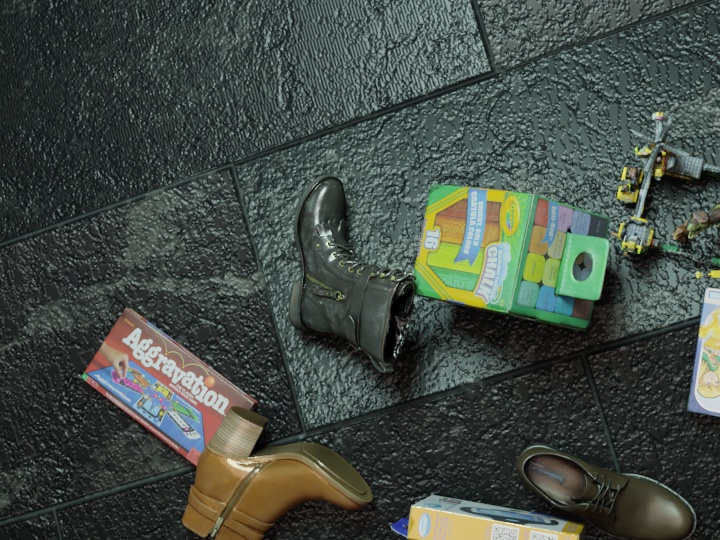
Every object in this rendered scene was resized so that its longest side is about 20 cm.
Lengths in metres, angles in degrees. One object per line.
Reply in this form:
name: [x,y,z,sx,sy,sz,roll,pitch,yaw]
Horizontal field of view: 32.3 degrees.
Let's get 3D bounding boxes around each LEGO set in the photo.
LEGO set: [0.360,-0.067,1.296,0.200,0.116,0.154,22,91,15]

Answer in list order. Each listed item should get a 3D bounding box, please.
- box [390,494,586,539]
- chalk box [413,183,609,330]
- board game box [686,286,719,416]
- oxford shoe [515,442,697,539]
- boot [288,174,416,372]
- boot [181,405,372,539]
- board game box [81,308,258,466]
box: [0.136,0.275,1.325,0.200,0.119,0.042,10,88,14]
chalk box: [0.169,-0.013,1.290,0.200,0.124,0.125,9,87,52]
board game box: [0.453,0.099,1.302,0.200,0.034,0.136,8,87,15]
oxford shoe: [0.257,0.243,1.316,0.200,0.084,0.073,16,88,13]
boot: [0.000,0.000,1.367,0.174,0.069,0.200,12,99,49]
boot: [-0.098,0.264,1.417,0.200,0.074,0.155,27,100,14]
board game box: [-0.228,0.142,1.479,0.200,0.019,0.103,34,93,14]
